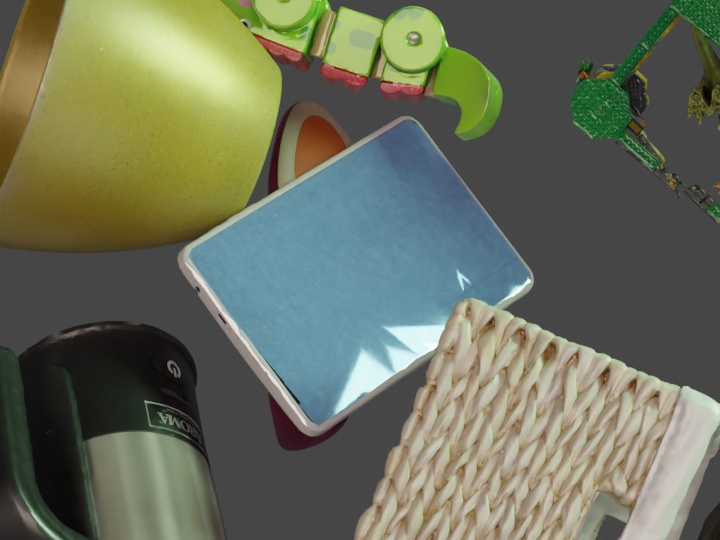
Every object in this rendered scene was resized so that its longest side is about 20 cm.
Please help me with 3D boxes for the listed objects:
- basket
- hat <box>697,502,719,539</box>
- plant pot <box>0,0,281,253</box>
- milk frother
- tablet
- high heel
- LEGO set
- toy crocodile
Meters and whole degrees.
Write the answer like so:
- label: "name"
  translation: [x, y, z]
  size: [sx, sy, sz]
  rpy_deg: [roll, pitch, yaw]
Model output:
- label: "basket"
  translation: [0.094, 0.138, 1.654]
  size: [0.160, 0.200, 0.199]
  rpy_deg: [24, 85, 8]
- label: "hat"
  translation: [0.280, 0.199, 1.686]
  size: [0.081, 0.200, 0.201]
  rpy_deg: [-8, 81, -38]
- label: "plant pot"
  translation: [-0.128, -0.092, 1.709]
  size: [0.142, 0.200, 0.201]
  rpy_deg: [17, 85, -14]
- label: "milk frother"
  translation: [-0.181, 0.154, 1.676]
  size: [0.180, 0.200, 0.189]
  rpy_deg: [16, 41, -31]
- label: "tablet"
  translation: [0.000, 0.000, 1.710]
  size: [0.200, 0.014, 0.130]
  rpy_deg: [-33, 83, -38]
- label: "high heel"
  translation: [-0.038, 0.003, 1.757]
  size: [0.067, 0.096, 0.201]
  rpy_deg: [10, 60, -26]
- label: "LEGO set"
  translation: [0.231, -0.098, 1.734]
  size: [0.200, 0.116, 0.154]
  rpy_deg: [33, 116, 10]
- label: "toy crocodile"
  translation: [-0.010, -0.133, 1.754]
  size: [0.199, 0.068, 0.062]
  rpy_deg: [19, 86, 5]
